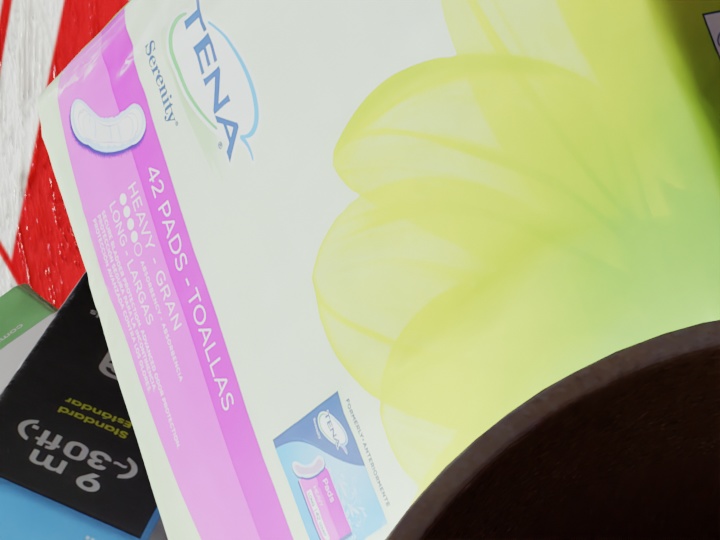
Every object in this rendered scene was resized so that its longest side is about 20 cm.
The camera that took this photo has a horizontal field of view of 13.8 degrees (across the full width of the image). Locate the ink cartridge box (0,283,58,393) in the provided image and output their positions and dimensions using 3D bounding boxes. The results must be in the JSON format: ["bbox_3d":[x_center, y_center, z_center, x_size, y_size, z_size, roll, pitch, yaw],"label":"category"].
[{"bbox_3d":[-0.077,0.103,0.988,0.146,0.087,0.200,59,165,-24],"label":"ink cartridge box"}]

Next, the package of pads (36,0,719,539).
[{"bbox_3d":[0.021,-0.017,0.594,0.200,0.068,0.155,-37,64,46],"label":"package of pads"}]

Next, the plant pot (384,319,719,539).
[{"bbox_3d":[0.075,0.136,0.517,0.200,0.186,0.187,98,155,-60],"label":"plant pot"}]

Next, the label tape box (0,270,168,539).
[{"bbox_3d":[-0.033,0.083,0.738,0.200,0.144,0.063,-64,-3,-63],"label":"label tape box"}]
